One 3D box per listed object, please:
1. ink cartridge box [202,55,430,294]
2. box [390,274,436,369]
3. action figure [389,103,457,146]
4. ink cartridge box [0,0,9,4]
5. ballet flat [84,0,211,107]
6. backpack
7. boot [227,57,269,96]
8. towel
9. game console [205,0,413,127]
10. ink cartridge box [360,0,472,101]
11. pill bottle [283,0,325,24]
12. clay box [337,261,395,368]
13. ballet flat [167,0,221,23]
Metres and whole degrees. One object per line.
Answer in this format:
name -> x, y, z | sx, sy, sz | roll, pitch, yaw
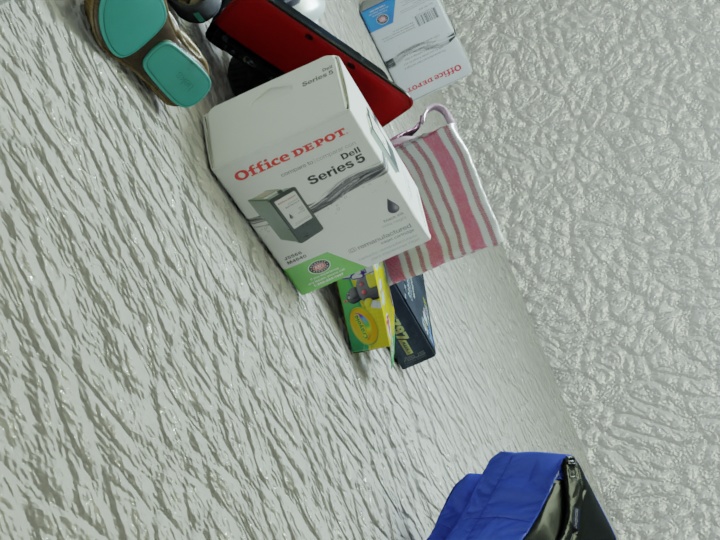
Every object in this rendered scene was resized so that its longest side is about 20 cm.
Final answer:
ink cartridge box -> -0.040, -0.088, 1.569 | 0.200, 0.145, 0.084 | 55, 16, -44
box -> 0.031, 0.000, 2.001 | 0.158, 0.051, 0.200 | 59, 13, -30
action figure -> 0.010, -0.125, 1.904 | 0.199, 0.149, 0.134 | 14, 34, -36
ink cartridge box -> -0.256, -0.302, 1.127 | 0.200, 0.083, 0.145 | 61, 12, -25
ballet flat -> -0.185, -0.205, 1.356 | 0.072, 0.068, 0.200 | 48, 1, 27
backpack -> 0.139, 0.299, 1.581 | 0.163, 0.167, 0.200 | 56, 46, -28
boot -> -0.083, -0.158, 1.751 | 0.201, 0.077, 0.139 | -83, 155, -45
towel -> 0.045, -0.063, 1.812 | 0.147, 0.199, 0.030 | 64, 27, -10
game console -> -0.040, -0.233, 1.648 | 0.200, 0.119, 0.173 | 33, 39, -13
ink cartridge box -> 0.106, -0.440, 3.106 | 0.084, 0.144, 0.201 | -90, 154, -67
pill bottle -> -0.107, -0.318, 1.843 | 0.201, 0.111, 0.111 | 64, 10, -9
clay box -> 0.000, 0.000, 1.771 | 0.115, 0.047, 0.201 | -79, 159, -72
ballet flat -> -0.190, -0.336, 1.594 | 0.073, 0.073, 0.201 | -42, 110, -79
